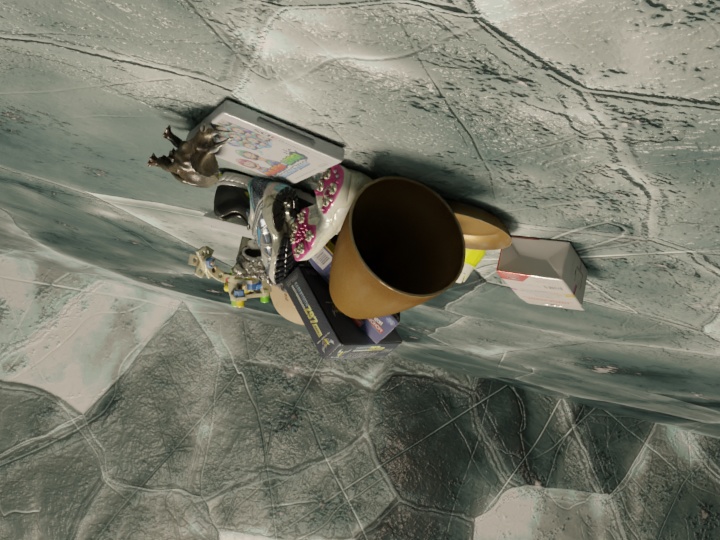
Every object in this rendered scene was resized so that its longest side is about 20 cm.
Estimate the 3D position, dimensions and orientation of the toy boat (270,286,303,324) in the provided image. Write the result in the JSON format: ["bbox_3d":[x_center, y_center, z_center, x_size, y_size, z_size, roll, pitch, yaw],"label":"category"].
[{"bbox_3d":[-0.133,0.018,1.933,0.129,0.131,0.203,6,124,36],"label":"toy boat"}]

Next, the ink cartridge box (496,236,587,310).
[{"bbox_3d":[0.317,0.008,1.468,0.115,0.069,0.200,8,166,27],"label":"ink cartridge box"}]

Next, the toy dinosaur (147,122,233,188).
[{"bbox_3d":[-0.242,-0.150,1.244,0.101,0.078,0.200,28,164,2],"label":"toy dinosaur"}]

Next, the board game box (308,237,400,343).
[{"bbox_3d":[0.000,0.000,1.492,0.200,0.062,0.200,46,-157,-4],"label":"board game box"}]

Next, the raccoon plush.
[{"bbox_3d":[-0.148,0.030,1.546,0.132,0.203,0.097,-20,177,7],"label":"raccoon plush"}]

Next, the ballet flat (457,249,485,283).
[{"bbox_3d":[0.173,-0.008,1.565,0.066,0.068,0.200,17,168,-13],"label":"ballet flat"}]

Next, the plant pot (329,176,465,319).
[{"bbox_3d":[0.030,-0.007,1.285,0.184,0.189,0.200,17,148,-18],"label":"plant pot"}]

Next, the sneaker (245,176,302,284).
[{"bbox_3d":[-0.142,-0.069,1.402,0.086,0.077,0.202,31,138,30],"label":"sneaker"}]

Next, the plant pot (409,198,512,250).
[{"bbox_3d":[0.146,-0.076,1.373,0.196,0.028,0.200,13,168,3],"label":"plant pot"}]

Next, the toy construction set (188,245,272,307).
[{"bbox_3d":[-0.250,0.017,1.701,0.130,0.094,0.198,-13,-151,-44],"label":"toy construction set"}]

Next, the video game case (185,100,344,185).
[{"bbox_3d":[-0.142,-0.177,1.235,0.180,0.024,0.199,19,168,-24],"label":"video game case"}]

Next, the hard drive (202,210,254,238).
[{"bbox_3d":[-0.162,-0.082,1.533,0.197,0.027,0.132,14,-160,21],"label":"hard drive"}]

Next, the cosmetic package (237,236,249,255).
[{"bbox_3d":[-0.176,-0.049,1.699,0.102,0.074,0.200,16,177,-14],"label":"cosmetic package"}]

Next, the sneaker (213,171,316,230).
[{"bbox_3d":[-0.156,-0.102,1.459,0.196,0.086,0.075,14,169,-1],"label":"sneaker"}]

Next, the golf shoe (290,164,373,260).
[{"bbox_3d":[-0.042,-0.079,1.322,0.090,0.076,0.200,4,144,-30],"label":"golf shoe"}]

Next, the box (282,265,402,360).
[{"bbox_3d":[-0.028,0.073,1.474,0.051,0.159,0.199,-40,156,25],"label":"box"}]

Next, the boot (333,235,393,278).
[{"bbox_3d":[0.056,-0.033,1.458,0.210,0.080,0.158,36,-169,9],"label":"boot"}]
